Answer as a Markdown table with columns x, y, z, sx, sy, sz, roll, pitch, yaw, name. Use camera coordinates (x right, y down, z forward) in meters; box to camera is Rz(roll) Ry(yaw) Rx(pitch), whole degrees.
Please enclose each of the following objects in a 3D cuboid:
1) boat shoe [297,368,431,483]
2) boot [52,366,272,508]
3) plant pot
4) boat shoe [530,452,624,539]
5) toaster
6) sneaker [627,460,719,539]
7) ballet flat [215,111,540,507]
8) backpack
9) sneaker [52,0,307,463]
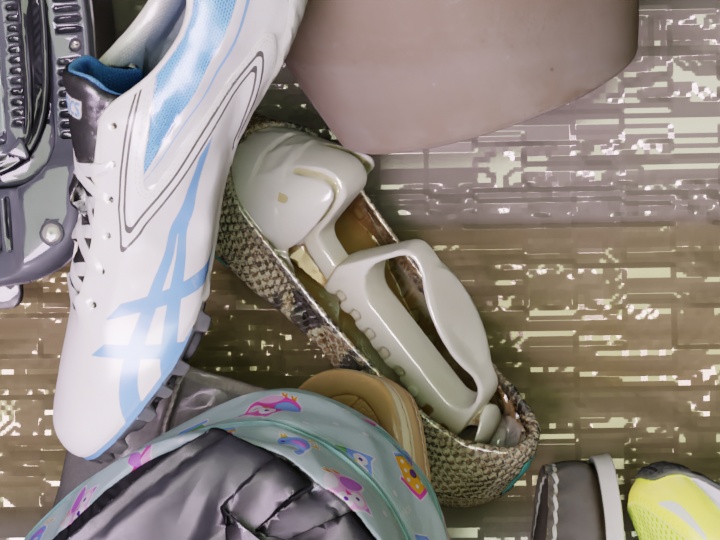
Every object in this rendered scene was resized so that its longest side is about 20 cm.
| x | y | z | sx | sy | sz | roll | pitch | yaw | name |
| --- | --- | --- | --- | --- | --- | --- | --- | --- | --- |
| 0.000 | 0.132 | 1.113 | 0.074 | 0.069 | 0.200 | 12 | 103 | 31 | boat shoe |
| -0.117 | 0.123 | 1.125 | 0.182 | 0.073 | 0.200 | 13 | 97 | -10 | boot |
| 0.022 | -0.143 | 1.073 | 0.200 | 0.200 | 0.174 | -18 | 104 | 3 | plant pot |
| 0.063 | 0.167 | 1.113 | 0.060 | 0.072 | 0.202 | 6 | 93 | 0 | boat shoe |
| -0.149 | -0.085 | 1.099 | 0.113 | 0.129 | 0.200 | -5 | 90 | 2 | toaster |
| 0.135 | 0.169 | 1.092 | 0.090 | 0.078 | 0.200 | -23 | 93 | -11 | sneaker |
| 0.000 | 0.000 | 1.116 | 0.068 | 0.075 | 0.200 | -38 | 87 | -35 | ballet flat |
| -0.062 | 0.130 | 1.029 | 0.167 | 0.127 | 0.200 | 42 | 108 | -1 | backpack |
| -0.077 | -0.031 | 1.016 | 0.072 | 0.072 | 0.200 | 13 | 105 | -17 | sneaker |
